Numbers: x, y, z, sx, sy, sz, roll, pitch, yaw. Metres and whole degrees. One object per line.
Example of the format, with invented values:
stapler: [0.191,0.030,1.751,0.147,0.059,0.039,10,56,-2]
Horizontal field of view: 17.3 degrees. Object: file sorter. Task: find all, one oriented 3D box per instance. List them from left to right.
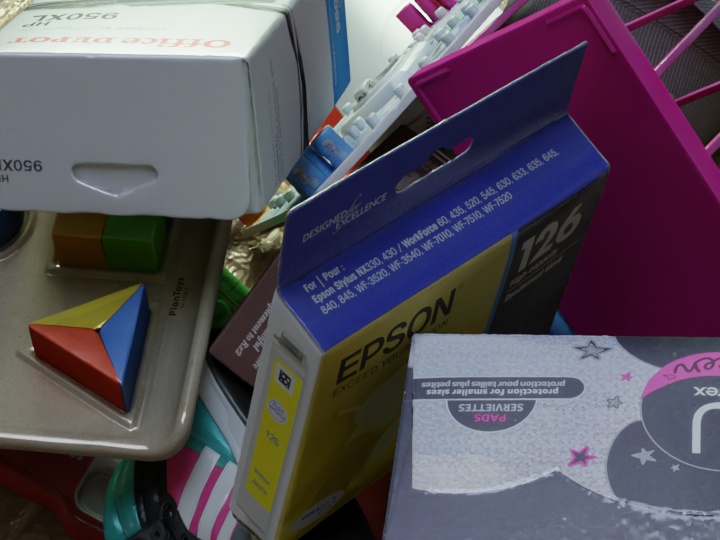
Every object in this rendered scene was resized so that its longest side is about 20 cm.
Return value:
file sorter: [0.155,-0.066,1.213,0.139,0.200,0.125,-21,18,51]

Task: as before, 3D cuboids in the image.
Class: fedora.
fedora: [0.147,-0.129,1.386,0.090,0.200,0.177,-57,20,-2]

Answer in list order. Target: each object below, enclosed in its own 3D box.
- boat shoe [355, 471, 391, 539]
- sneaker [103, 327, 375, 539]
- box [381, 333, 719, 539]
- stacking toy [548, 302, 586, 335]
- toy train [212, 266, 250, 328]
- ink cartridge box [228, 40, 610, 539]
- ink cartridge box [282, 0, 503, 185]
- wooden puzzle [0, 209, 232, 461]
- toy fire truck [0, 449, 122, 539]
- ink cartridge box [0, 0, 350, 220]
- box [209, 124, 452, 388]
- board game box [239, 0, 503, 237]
boat shoe: [0.056,0.105,1.197,0.200,0.063,0.071,-17,86,13]
sneaker: [-0.068,0.139,1.187,0.084,0.121,0.200,17,35,-40]
box: [0.117,0.108,1.031,0.199,0.115,0.132,1,46,8]
stacking toy: [0.110,-0.003,1.296,0.085,0.085,0.200,17,60,22]
toy train: [-0.063,0.036,1.272,0.200,0.042,0.056,44,44,2]
ink cartridge box: [0.032,0.013,1.096,0.197,0.200,0.047,-32,63,-35]
ink cartridge box: [-0.007,-0.128,1.479,0.200,0.057,0.163,-21,47,-18]
wooden puzzle: [-0.171,0.005,1.204,0.200,0.046,0.186,2,54,10]
toy fire truck: [-0.151,0.047,1.307,0.168,0.112,0.200,29,54,2]
ink cartridge box: [-0.097,-0.102,1.211,0.144,0.084,0.200,1,23,12]
box: [0.000,0.000,1.249,0.075,0.100,0.200,37,20,1]
board game box: [0.010,-0.107,1.337,0.026,0.200,0.200,43,78,-7]
